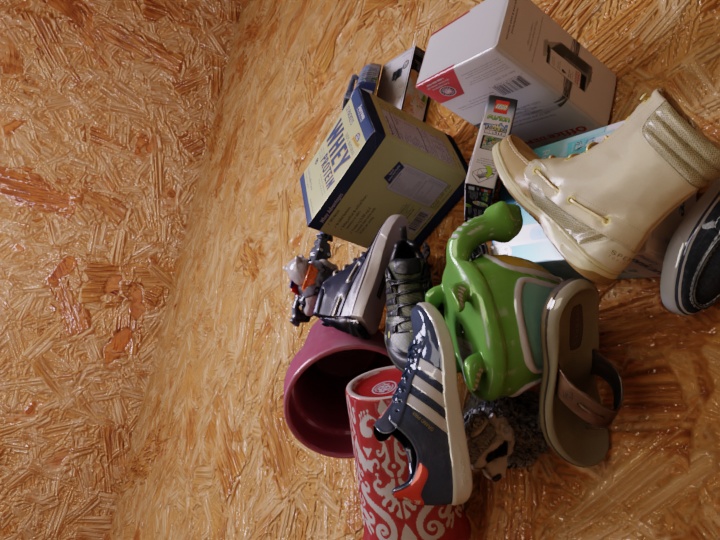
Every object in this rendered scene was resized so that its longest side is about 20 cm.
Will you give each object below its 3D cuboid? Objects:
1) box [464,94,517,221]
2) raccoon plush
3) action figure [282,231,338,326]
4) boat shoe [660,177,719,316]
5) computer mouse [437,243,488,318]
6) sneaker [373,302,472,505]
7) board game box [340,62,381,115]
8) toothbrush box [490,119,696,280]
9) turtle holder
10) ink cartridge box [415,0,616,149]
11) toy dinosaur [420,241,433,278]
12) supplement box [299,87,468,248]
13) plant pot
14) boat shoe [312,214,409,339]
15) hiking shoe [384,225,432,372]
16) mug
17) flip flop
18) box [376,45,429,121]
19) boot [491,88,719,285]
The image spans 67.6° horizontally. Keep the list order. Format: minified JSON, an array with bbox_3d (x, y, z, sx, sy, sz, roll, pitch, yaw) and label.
[{"bbox_3d":[0.167,-0.134,0.707,0.200,0.035,0.110,33,-107,-77],"label":"box"},{"bbox_3d":[0.129,0.155,0.633,0.097,0.134,0.200,-62,31,19],"label":"raccoon plush"},{"bbox_3d":[-0.041,0.008,0.941,0.104,0.193,0.201,-15,61,55],"label":"action figure"},{"bbox_3d":[0.340,-0.041,0.450,0.201,0.071,0.091,-64,26,9],"label":"boat shoe"},{"bbox_3d":[0.119,0.024,0.726,0.200,0.046,0.141,174,96,-80],"label":"computer mouse"},{"bbox_3d":[0.052,0.126,0.533,0.075,0.084,0.201,91,175,-62],"label":"sneaker"},{"bbox_3d":[-0.009,-0.322,1.117,0.200,0.061,0.200,-82,6,-57],"label":"board game box"},{"bbox_3d":[0.253,-0.068,0.601,0.200,0.085,0.147,-5,71,57],"label":"toothbrush box"},{"bbox_3d":[0.147,0.038,0.573,0.141,0.131,0.186,92,165,-62],"label":"turtle holder"},{"bbox_3d":[0.195,-0.237,0.676,0.147,0.200,0.083,-2,69,58],"label":"ink cartridge box"},{"bbox_3d":[0.065,0.020,0.833,0.136,0.102,0.200,-55,-11,16],"label":"toy dinosaur"},{"bbox_3d":[0.037,-0.150,0.892,0.200,0.199,0.135,-51,35,31],"label":"supplement box"},{"bbox_3d":[-0.021,0.159,0.850,0.200,0.200,0.179,-62,15,17],"label":"plant pot"},{"bbox_3d":[0.000,0.000,0.782,0.092,0.075,0.200,5,56,31],"label":"boat shoe"},{"bbox_3d":[0.057,0.036,0.674,0.075,0.101,0.200,-13,42,8],"label":"hiking shoe"},{"bbox_3d":[0.046,0.224,0.667,0.177,0.133,0.201,-155,54,-75],"label":"mug"},{"bbox_3d":[0.213,0.104,0.503,0.058,0.081,0.201,20,125,53],"label":"flip flop"},{"bbox_3d":[0.077,-0.321,1.062,0.117,0.060,0.201,-5,70,59],"label":"box"},{"bbox_3d":[0.221,-0.107,0.509,0.156,0.073,0.200,-55,40,33],"label":"boot"}]
